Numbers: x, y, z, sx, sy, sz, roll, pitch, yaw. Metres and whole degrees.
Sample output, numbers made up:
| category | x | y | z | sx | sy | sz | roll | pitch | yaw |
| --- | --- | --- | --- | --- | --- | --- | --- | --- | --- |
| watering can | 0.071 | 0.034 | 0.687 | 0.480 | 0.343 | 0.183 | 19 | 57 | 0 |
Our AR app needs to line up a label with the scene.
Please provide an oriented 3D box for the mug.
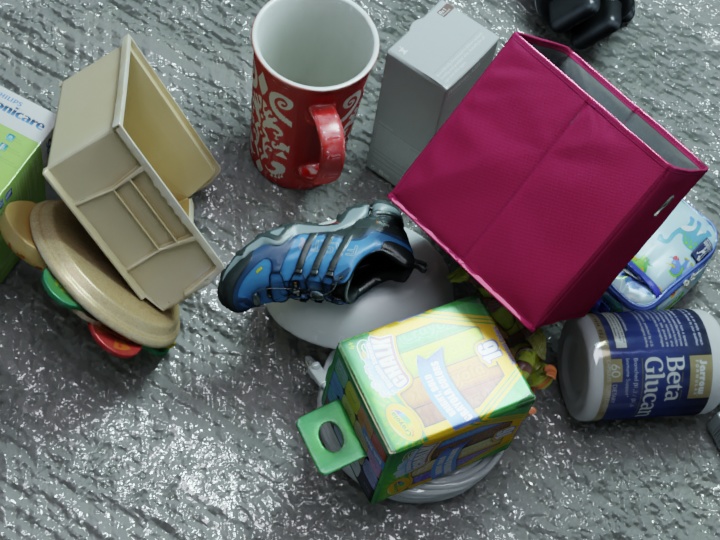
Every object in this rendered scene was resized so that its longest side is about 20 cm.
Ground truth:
| category | x | y | z | sx | sy | sz | roll | pitch | yaw |
| --- | --- | --- | --- | --- | --- | --- | --- | --- | --- |
| mug | -0.066 | -0.170 | 1.592 | 0.132 | 0.200 | 0.179 | 17 | 59 | 0 |

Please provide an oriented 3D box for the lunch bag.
| category | x | y | z | sx | sy | sz | roll | pitch | yaw |
| --- | --- | --- | --- | --- | --- | --- | --- | --- | --- |
| lunch bag | 0.282 | -0.038 | 1.645 | 0.160 | 0.083 | 0.200 | -36 | 70 | -23 |

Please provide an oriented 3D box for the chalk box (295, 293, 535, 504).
| category | x | y | z | sx | sy | sz | roll | pitch | yaw |
| --- | --- | --- | --- | --- | --- | --- | --- | --- | --- |
| chalk box | 0.041 | 0.128 | 1.397 | 0.199 | 0.124 | 0.125 | -19 | 65 | -20 |

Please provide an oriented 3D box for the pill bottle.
| category | x | y | z | sx | sy | sz | roll | pitch | yaw |
| --- | --- | --- | --- | --- | --- | --- | --- | --- | --- |
| pill bottle | 0.316 | 0.097 | 1.550 | 0.198 | 0.111 | 0.112 | -3 | 60 | -11 |

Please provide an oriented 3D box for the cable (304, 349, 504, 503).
| category | x | y | z | sx | sy | sz | roll | pitch | yaw |
| --- | --- | --- | --- | --- | --- | --- | --- | --- | --- |
| cable | 0.053 | 0.141 | 1.505 | 0.198 | 0.069 | 0.201 | -12 | 63 | -17 |

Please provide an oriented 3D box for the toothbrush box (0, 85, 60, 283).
| category | x | y | z | sx | sy | sz | roll | pitch | yaw |
| --- | --- | --- | --- | --- | --- | --- | --- | --- | --- |
| toothbrush box | -0.387 | -0.063 | 1.505 | 0.086 | 0.146 | 0.201 | 27 | 59 | 8 |

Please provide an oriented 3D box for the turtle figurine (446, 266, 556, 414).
| category | x | y | z | sx | sy | sz | roll | pitch | yaw |
| --- | --- | --- | --- | --- | --- | --- | --- | --- | --- |
| turtle figurine | 0.152 | 0.062 | 1.487 | 0.064 | 0.200 | 0.162 | -32 | 96 | 14 |

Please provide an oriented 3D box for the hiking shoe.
| category | x | y | z | sx | sy | sz | roll | pitch | yaw |
| --- | --- | --- | --- | --- | --- | --- | --- | --- | --- |
| hiking shoe | -0.042 | -0.002 | 1.434 | 0.199 | 0.075 | 0.087 | -23 | 48 | -4 |

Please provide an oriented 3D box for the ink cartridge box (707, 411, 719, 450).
| category | x | y | z | sx | sy | sz | roll | pitch | yaw |
| --- | --- | --- | --- | --- | --- | --- | --- | --- | --- |
| ink cartridge box | 0.495 | 0.214 | 1.552 | 0.198 | 0.041 | 0.201 | -15 | 63 | -18 |

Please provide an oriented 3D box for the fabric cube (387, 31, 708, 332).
| category | x | y | z | sx | sy | sz | roll | pitch | yaw |
| --- | --- | --- | --- | --- | --- | --- | --- | --- | --- |
| fabric cube | 0.185 | -0.084 | 1.427 | 0.200 | 0.200 | 0.196 | 43 | 17 | 15 |

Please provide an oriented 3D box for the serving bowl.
| category | x | y | z | sx | sy | sz | roll | pitch | yaw |
| --- | --- | --- | --- | --- | --- | --- | --- | --- | --- |
| serving bowl | 0.000 | 0.000 | 1.533 | 0.198 | 0.066 | 0.201 | 2 | 33 | -1 |

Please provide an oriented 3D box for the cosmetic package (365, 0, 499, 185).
| category | x | y | z | sx | sy | sz | roll | pitch | yaw |
| --- | --- | --- | --- | --- | --- | --- | --- | --- | --- |
| cosmetic package | 0.076 | -0.183 | 1.623 | 0.090 | 0.200 | 0.107 | 36 | 61 | 13 |

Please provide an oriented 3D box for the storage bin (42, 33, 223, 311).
| category | x | y | z | sx | sy | sz | roll | pitch | yaw |
| --- | --- | --- | --- | --- | --- | --- | --- | --- | --- |
| storage bin | -0.218 | -0.095 | 1.484 | 0.093 | 0.199 | 0.201 | -28 | 31 | 11 |

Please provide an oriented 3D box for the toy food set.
| category | x | y | z | sx | sy | sz | roll | pitch | yaw |
| --- | --- | --- | --- | --- | --- | --- | --- | --- | --- |
| toy food set | -0.258 | 0.008 | 1.477 | 0.049 | 0.200 | 0.198 | -43 | 67 | 15 |

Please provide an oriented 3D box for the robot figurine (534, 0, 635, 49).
| category | x | y | z | sx | sy | sz | roll | pitch | yaw |
| --- | --- | --- | --- | --- | --- | --- | --- | --- | --- |
| robot figurine | 0.274 | -0.372 | 1.814 | 0.124 | 0.151 | 0.201 | -1 | 58 | 8 |
